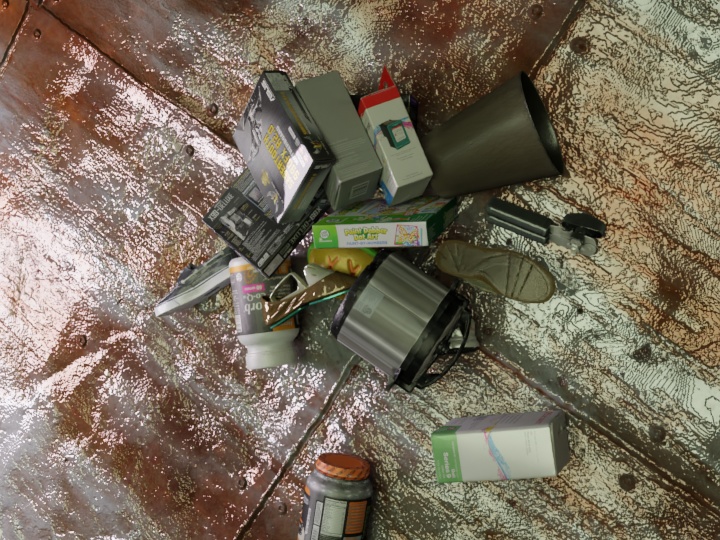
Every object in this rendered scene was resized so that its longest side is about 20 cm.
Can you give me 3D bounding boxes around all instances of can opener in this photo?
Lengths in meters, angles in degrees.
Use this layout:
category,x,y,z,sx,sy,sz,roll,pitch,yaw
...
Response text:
category,x,y,z,sx,sy,sz,roll,pitch,yaw
can opener,0.304,-0.076,1.523,0.198,0.053,0.067,19,63,18

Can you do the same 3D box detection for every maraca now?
category,x,y,z,sx,sy,sz,roll,pitch,yaw
maraca,0.000,0.000,1.601,0.198,0.138,0.108,16,53,12

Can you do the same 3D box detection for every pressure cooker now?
category,x,y,z,sx,sy,sz,roll,pitch,yaw
pressure cooker,0.072,0.087,1.467,0.199,0.179,0.177,33,131,8

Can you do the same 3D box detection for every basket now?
category,x,y,z,sx,sy,sz,roll,pitch,yaw
basket,0.210,-0.204,1.509,0.198,0.136,0.181,-21,108,25

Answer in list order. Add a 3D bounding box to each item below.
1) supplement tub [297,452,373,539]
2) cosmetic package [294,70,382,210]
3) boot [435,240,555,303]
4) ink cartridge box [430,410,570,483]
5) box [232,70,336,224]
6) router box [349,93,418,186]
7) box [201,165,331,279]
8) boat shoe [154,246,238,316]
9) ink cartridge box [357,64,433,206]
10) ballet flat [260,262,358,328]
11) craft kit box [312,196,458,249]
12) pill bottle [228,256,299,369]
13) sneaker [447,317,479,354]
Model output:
category,x,y,z,sx,sy,sz,roll,pitch,yaw
supplement tub,-0.044,0.433,1.615,0.121,0.122,0.202,11,94,21
cosmetic package,-0.042,-0.219,1.537,0.089,0.107,0.201,-21,71,-16
boot,0.235,0.007,1.486,0.198,0.154,0.073,18,90,26
ink cartridge box,0.231,0.286,1.495,0.198,0.145,0.089,-10,87,21
box,-0.132,-0.205,1.526,0.201,0.048,0.159,62,139,24
router box,0.000,-0.230,1.630,0.198,0.052,0.159,3,91,21
box,-0.157,-0.111,1.606,0.157,0.050,0.200,37,85,22
boat shoe,-0.315,0.020,1.744,0.199,0.072,0.068,-30,82,16
ink cartridge box,0.046,-0.221,1.514,0.067,0.116,0.202,-20,81,-9
ballet flat,-0.093,0.032,1.553,0.199,0.068,0.073,-25,91,29
craft kit box,0.046,-0.082,1.535,0.195,0.200,0.049,-4,105,21
pill bottle,-0.172,0.073,1.665,0.115,0.116,0.202,-9,87,21
sneaker,0.107,0.107,1.590,0.198,0.074,0.081,-6,77,16
